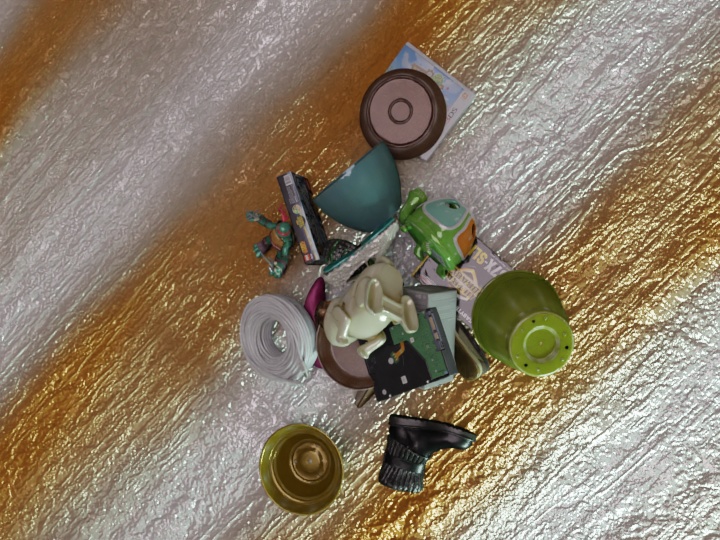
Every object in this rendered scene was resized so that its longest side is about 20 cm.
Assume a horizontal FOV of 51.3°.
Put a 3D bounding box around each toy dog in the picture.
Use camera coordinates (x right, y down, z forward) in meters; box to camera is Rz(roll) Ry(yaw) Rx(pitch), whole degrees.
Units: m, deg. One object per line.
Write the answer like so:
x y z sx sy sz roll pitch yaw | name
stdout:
-0.007 0.077 1.511 0.199 0.138 0.197 -34 51 37 | toy dog

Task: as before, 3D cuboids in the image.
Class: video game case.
0.126 -0.375 1.670 0.199 0.022 0.183 39 98 10 | video game case

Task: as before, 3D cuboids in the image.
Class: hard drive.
0.094 0.173 1.524 0.199 0.038 0.142 -28 75 38 | hard drive

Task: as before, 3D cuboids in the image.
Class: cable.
-0.184 0.151 1.685 0.197 0.069 0.204 3 100 35 | cable

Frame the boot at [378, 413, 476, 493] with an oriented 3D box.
0.145 0.408 1.634 0.207 0.079 0.161 5 84 23 | boot

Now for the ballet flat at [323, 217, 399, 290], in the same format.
0.011 -0.031 1.573 0.199 0.072 0.072 -37 83 7 | ballet flat

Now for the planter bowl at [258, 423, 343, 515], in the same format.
-0.124 0.440 1.694 0.196 0.083 0.205 0 89 12 | planter bowl

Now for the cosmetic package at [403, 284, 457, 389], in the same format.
0.140 0.138 1.577 0.089 0.106 0.204 11 99 41 | cosmetic package

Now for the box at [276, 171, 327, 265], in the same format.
-0.121 -0.112 1.666 0.039 0.137 0.203 -19 85 11 | box

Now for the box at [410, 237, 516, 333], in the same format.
0.235 0.016 1.633 0.200 0.049 0.160 42 97 10 | box

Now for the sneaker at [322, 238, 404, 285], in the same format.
0.000 0.000 1.647 0.198 0.085 0.079 34 89 -9 | sneaker

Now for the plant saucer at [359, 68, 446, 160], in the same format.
0.090 -0.347 1.650 0.196 0.034 0.204 0 92 12 | plant saucer

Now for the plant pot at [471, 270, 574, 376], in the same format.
0.337 0.119 1.507 0.196 0.193 0.204 0 102 -2 | plant pot

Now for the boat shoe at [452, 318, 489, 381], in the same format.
0.206 0.150 1.631 0.073 0.064 0.202 -50 61 37 | boat shoe

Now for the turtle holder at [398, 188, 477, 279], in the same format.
0.163 -0.087 1.573 0.132 0.185 0.141 -42 118 -5 | turtle holder

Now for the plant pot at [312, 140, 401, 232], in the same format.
0.013 -0.163 1.618 0.199 0.200 0.135 -39 98 10 | plant pot

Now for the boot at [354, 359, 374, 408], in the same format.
0.006 0.185 1.680 0.146 0.070 0.201 39 97 16 | boot

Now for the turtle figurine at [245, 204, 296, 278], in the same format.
-0.189 -0.062 1.653 0.099 0.200 0.152 -18 74 -17 | turtle figurine

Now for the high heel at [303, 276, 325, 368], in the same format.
-0.081 0.120 1.692 0.095 0.067 0.204 18 109 22 | high heel

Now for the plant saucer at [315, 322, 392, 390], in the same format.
0.001 0.157 1.629 0.197 0.037 0.205 -2 83 16 | plant saucer
